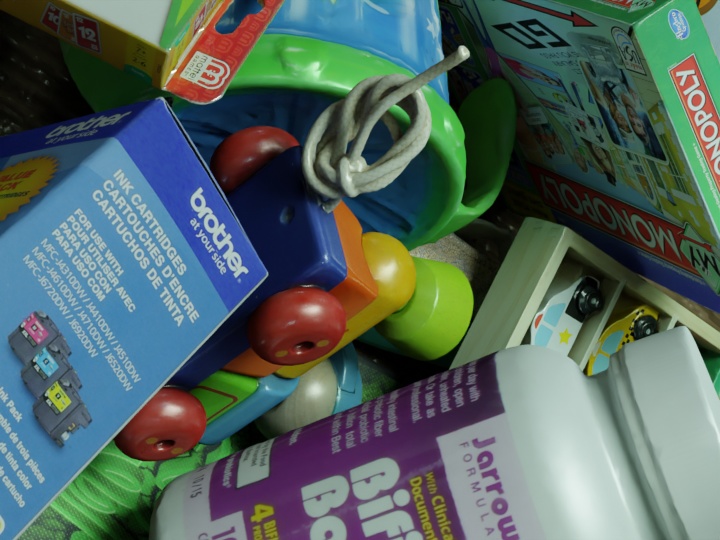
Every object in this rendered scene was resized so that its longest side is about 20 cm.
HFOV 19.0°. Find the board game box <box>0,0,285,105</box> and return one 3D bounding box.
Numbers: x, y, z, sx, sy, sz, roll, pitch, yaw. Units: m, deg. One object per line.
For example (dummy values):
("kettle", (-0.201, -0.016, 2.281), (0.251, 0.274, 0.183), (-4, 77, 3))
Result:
("board game box", (-0.116, -0.135, 0.738), (0.199, 0.030, 0.096), (28, 57, 4))

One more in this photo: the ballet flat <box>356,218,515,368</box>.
("ballet flat", (0.071, 0.020, 0.915), (0.199, 0.068, 0.068), (28, 56, -36))

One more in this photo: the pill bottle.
("pill bottle", (0.036, 0.093, 0.753), (0.112, 0.199, 0.113), (-22, 90, -80))

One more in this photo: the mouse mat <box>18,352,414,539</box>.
("mouse mat", (-0.050, 0.087, 0.830), (0.199, 0.008, 0.162), (29, 62, -32))

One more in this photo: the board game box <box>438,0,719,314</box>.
("board game box", (0.090, -0.062, 0.851), (0.029, 0.200, 0.135), (-33, 115, -13))

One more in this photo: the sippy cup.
("sippy cup", (-0.025, -0.088, 0.818), (0.178, 0.139, 0.131), (58, 31, -55))

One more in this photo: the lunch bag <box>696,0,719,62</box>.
("lunch bag", (0.188, -0.154, 0.918), (0.170, 0.123, 0.201), (-47, 150, -80))

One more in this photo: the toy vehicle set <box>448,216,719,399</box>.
("toy vehicle set", (0.070, 0.095, 0.865), (0.124, 0.026, 0.201), (30, 84, -36))

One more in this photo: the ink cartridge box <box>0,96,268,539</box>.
("ink cartridge box", (-0.125, 0.018, 0.691), (0.200, 0.136, 0.077), (-45, 115, -38))

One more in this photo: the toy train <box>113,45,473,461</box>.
("toy train", (0.000, 0.000, 0.763), (0.115, 0.200, 0.085), (21, 43, -45))
